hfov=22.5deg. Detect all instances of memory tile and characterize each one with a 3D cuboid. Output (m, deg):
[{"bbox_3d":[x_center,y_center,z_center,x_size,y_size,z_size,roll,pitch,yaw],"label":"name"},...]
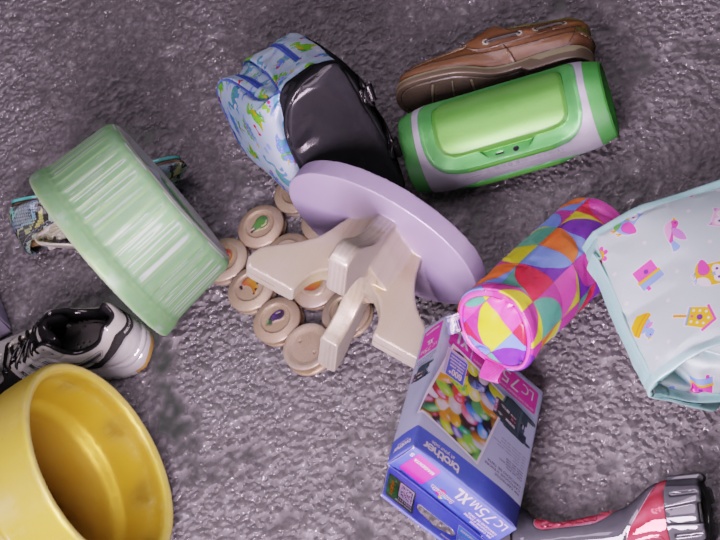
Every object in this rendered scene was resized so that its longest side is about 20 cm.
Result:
[{"bbox_3d":[-0.056,-0.001,1.755,0.153,0.017,0.200,-42,54,-5],"label":"memory tile"}]

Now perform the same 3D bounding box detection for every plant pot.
[{"bbox_3d":[-0.302,0.213,1.631,0.188,0.200,0.202,-29,52,21],"label":"plant pot"}]

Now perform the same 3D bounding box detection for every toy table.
[{"bbox_3d":[0.000,0.000,1.630,0.199,0.185,0.117,22,57,22],"label":"toy table"}]

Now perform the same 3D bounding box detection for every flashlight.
[{"bbox_3d":[0.192,0.211,1.497,0.198,0.068,0.069,-9,83,23],"label":"flashlight"}]

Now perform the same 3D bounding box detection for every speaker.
[{"bbox_3d":[0.140,-0.135,1.713,0.198,0.089,0.089,-15,56,14],"label":"speaker"}]

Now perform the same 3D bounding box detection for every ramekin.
[{"bbox_3d":[-0.215,-0.044,1.731,0.098,0.200,0.200,-40,54,0],"label":"ramekin"}]

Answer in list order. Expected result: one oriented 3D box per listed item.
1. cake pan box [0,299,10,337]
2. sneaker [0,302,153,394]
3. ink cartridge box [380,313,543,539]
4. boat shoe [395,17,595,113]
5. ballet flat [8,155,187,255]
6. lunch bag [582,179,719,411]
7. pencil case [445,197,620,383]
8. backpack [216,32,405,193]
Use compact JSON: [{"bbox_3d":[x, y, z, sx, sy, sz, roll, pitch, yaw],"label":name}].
[{"bbox_3d":[-0.473,0.031,1.891,0.199,0.052,0.185,-29,56,4],"label":"cake pan box"},{"bbox_3d":[-0.306,0.071,1.773,0.198,0.088,0.076,-15,57,15],"label":"sneaker"},{"bbox_3d":[0.088,0.141,1.507,0.042,0.119,0.201,-37,22,38],"label":"ink cartridge box"},{"bbox_3d":[0.132,-0.198,1.770,0.198,0.072,0.068,-8,53,7],"label":"boat shoe"},{"bbox_3d":[-0.265,-0.061,1.858,0.198,0.074,0.075,-15,56,16],"label":"ballet flat"},{"bbox_3d":[0.301,0.019,1.513,0.198,0.122,0.171,-13,55,-7],"label":"lunch bag"},{"bbox_3d":[0.160,0.012,1.572,0.088,0.089,0.200,19,39,31],"label":"pencil case"},{"bbox_3d":[-0.055,-0.151,1.754,0.153,0.164,0.201,-27,34,5],"label":"backpack"}]
